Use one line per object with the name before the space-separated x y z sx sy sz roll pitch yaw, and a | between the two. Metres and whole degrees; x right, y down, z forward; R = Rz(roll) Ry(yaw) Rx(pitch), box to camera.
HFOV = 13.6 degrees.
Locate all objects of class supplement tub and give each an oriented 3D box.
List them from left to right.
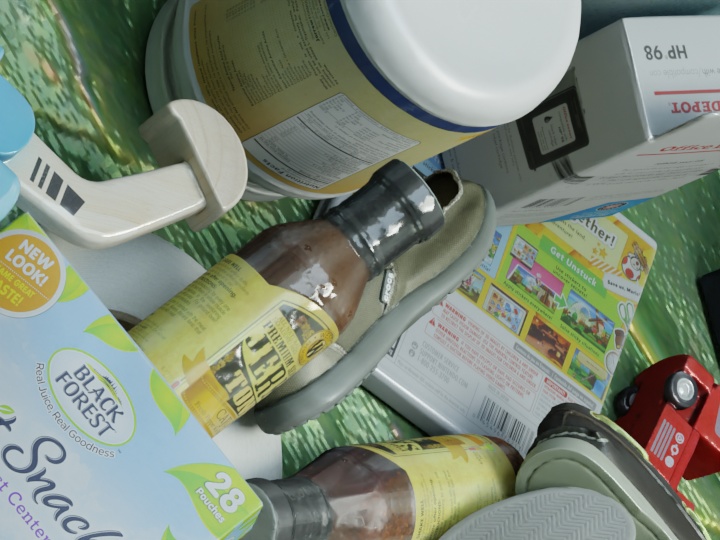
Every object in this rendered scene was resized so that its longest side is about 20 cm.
supplement tub | -0.003 -0.118 1.486 0.144 0.200 0.145 12 69 -35

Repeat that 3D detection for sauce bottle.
sauce bottle | -0.048 0.021 1.401 0.200 0.065 0.065 -39 102 -12
sauce bottle | 0.007 0.116 1.485 0.199 0.066 0.066 0 75 -54

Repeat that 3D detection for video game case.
video game case | 0.060 0.005 1.615 0.200 0.023 0.183 37 57 -23

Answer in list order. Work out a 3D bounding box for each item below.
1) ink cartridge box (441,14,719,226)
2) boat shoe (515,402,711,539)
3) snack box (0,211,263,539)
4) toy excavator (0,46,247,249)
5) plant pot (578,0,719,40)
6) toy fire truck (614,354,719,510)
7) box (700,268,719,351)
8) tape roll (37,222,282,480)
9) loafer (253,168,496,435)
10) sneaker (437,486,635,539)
ink cartridge box | 0.146 -0.083 1.564 0.115 0.200 0.067 -5 78 -38
boat shoe | 0.154 0.154 1.549 0.202 0.071 0.061 54 26 -17
snack box | -0.170 0.103 1.301 0.200 0.068 0.169 -39 84 -16
toy excavator | -0.172 -0.047 1.382 0.200 0.100 0.195 44 56 -11
plant pot | 0.099 -0.213 1.610 0.199 0.196 0.197 -7 81 -33
toy fire truck | 0.174 0.161 1.637 0.141 0.049 0.201 43 55 -20
box | 0.336 0.018 1.711 0.199 0.198 0.124 -10 80 -40
tape roll | -0.127 0.075 1.436 0.202 0.037 0.204 13 68 -34
loafer | 0.000 0.000 1.499 0.070 0.075 0.200 54 43 -12
sneaker | 0.051 0.194 1.484 0.199 0.116 0.074 -32 53 -24
